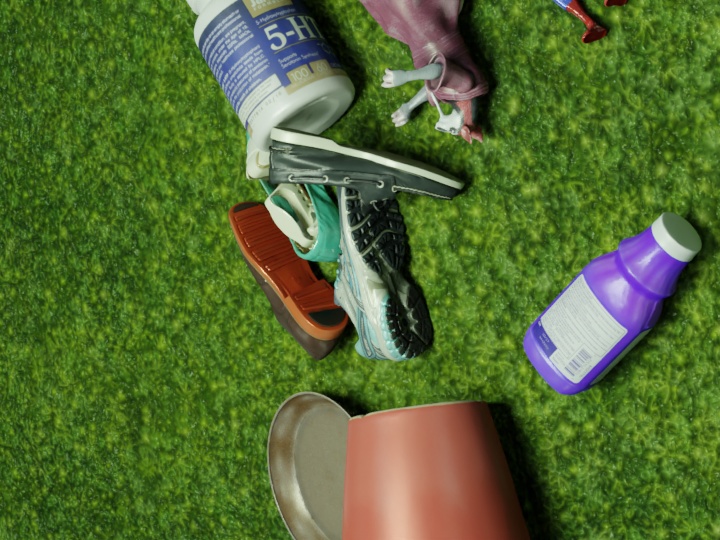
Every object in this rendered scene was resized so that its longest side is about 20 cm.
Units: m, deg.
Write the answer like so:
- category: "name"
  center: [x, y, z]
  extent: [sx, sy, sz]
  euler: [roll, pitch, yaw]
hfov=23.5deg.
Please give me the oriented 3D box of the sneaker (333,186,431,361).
- category: "sneaker"
  center: [0.000, 0.000, 1.782]
  extent: [0.086, 0.077, 0.202]
  euler: [-15, 89, 44]

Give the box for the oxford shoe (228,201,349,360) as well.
- category: "oxford shoe"
  center: [-0.088, 0.011, 1.864]
  extent: [0.201, 0.071, 0.073]
  euler: [56, 146, 27]

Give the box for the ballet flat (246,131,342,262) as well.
- category: "ballet flat"
  center: [-0.080, -0.095, 1.831]
  extent: [0.067, 0.070, 0.201]
  euler: [-43, 72, 37]

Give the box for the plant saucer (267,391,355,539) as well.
- category: "plant saucer"
  center: [-0.030, 0.226, 1.865]
  extent: [0.199, 0.032, 0.202]
  euler: [18, 115, 46]

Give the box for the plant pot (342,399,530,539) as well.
- category: "plant pot"
  center: [0.068, 0.225, 1.708]
  extent: [0.199, 0.199, 0.179]
  euler: [-16, 78, 41]

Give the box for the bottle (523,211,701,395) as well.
- category: "bottle"
  center: [0.234, 0.028, 1.596]
  extent: [0.084, 0.065, 0.200]
  euler: [52, 127, 18]

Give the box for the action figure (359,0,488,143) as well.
- category: "action figure"
  center: [0.078, -0.217, 1.678]
  extent: [0.148, 0.134, 0.201]
  euler: [-30, 94, -2]

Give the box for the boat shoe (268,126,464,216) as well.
- category: "boat shoe"
  center: [0.001, -0.088, 1.715]
  extent: [0.198, 0.075, 0.067]
  euler: [14, 98, -5]

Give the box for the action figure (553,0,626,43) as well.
- category: "action figure"
  center: [0.158, -0.295, 1.607]
  extent: [0.200, 0.051, 0.066]
  euler: [47, 129, 26]

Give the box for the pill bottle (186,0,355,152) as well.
- category: "pill bottle"
  center: [-0.102, -0.235, 1.788]
  extent: [0.120, 0.119, 0.201]
  euler: [-42, 73, 37]
